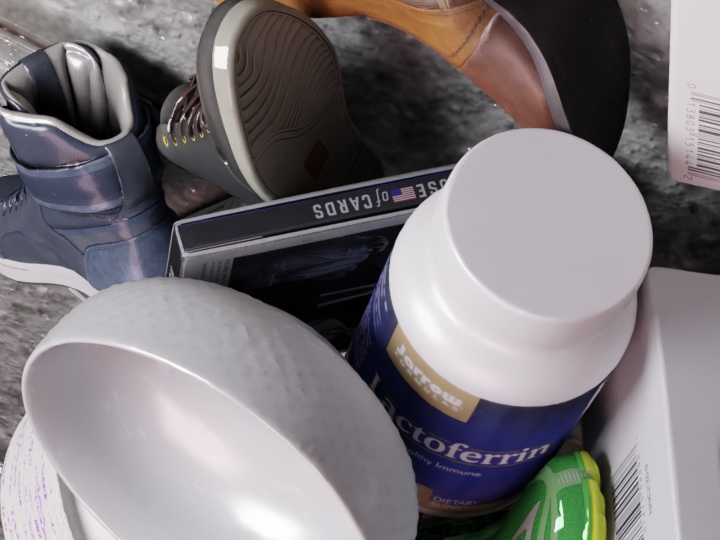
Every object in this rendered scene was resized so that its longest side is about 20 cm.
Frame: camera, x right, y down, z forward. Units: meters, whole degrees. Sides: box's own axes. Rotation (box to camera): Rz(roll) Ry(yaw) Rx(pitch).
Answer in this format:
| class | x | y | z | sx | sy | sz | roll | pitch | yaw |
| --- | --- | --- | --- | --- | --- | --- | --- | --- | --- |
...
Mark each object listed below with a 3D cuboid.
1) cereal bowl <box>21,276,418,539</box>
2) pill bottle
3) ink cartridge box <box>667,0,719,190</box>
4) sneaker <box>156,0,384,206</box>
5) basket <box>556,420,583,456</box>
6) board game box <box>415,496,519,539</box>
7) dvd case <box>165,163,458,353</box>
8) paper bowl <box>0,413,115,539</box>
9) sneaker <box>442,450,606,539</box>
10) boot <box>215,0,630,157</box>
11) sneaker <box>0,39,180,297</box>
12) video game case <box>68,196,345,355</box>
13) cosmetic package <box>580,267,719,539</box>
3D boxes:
| class | x | y | z | sx | sy | sz | roll | pitch | yaw |
| --- | --- | --- | --- | --- | --- | --- | --- | --- | --- |
| cereal bowl | -0.054 | 0.076 | 1.053 | 0.199 | 0.083 | 0.201 | 27 | 146 | 20 |
| pill bottle | 0.061 | 0.026 | 1.050 | 0.115 | 0.116 | 0.200 | 25 | 149 | 2 |
| ink cartridge box | 0.216 | -0.093 | 0.939 | 0.175 | 0.045 | 0.200 | 16 | 147 | 17 |
| sneaker | -0.064 | -0.076 | 1.094 | 0.106 | 0.075 | 0.200 | 25 | 163 | 23 |
| basket | 0.134 | 0.161 | 1.238 | 0.177 | 0.139 | 0.200 | 59 | 151 | 9 |
| board game box | 0.003 | 0.179 | 1.161 | 0.199 | 0.023 | 0.105 | -15 | 111 | 12 |
| dvd case | 0.000 | 0.000 | 1.124 | 0.199 | 0.025 | 0.150 | -11 | 155 | -15 |
| paper bowl | -0.094 | 0.131 | 1.289 | 0.200 | 0.201 | 0.104 | 39 | 134 | -20 |
| sneaker | 0.046 | 0.161 | 1.081 | 0.083 | 0.074 | 0.200 | 23 | 122 | -25 |
| boot | 0.009 | -0.115 | 1.038 | 0.199 | 0.069 | 0.188 | 4 | 151 | 38 |
| sneaker | -0.166 | -0.059 | 1.224 | 0.202 | 0.077 | 0.147 | 18 | 139 | 47 |
| video game case | -0.050 | 0.042 | 1.339 | 0.200 | 0.023 | 0.181 | 41 | 144 | -23 |
| cosmetic package | 0.215 | 0.120 | 1.042 | 0.199 | 0.200 | 0.123 | 5 | 150 | -10 |
